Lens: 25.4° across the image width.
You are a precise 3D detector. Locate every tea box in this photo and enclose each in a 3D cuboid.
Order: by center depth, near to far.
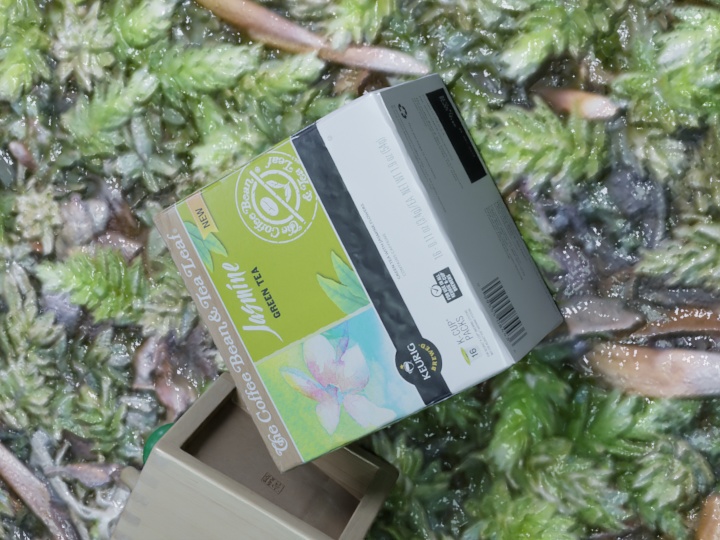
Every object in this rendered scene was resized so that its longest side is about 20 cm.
[{"bbox_3d":[0.000,0.000,1.106,0.196,0.133,0.202,-28,90,25],"label":"tea box"}]

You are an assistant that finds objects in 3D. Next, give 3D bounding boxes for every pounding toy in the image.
[{"bbox_3d":[-0.099,0.179,1.174,0.199,0.184,0.143,29,110,5],"label":"pounding toy"}]
